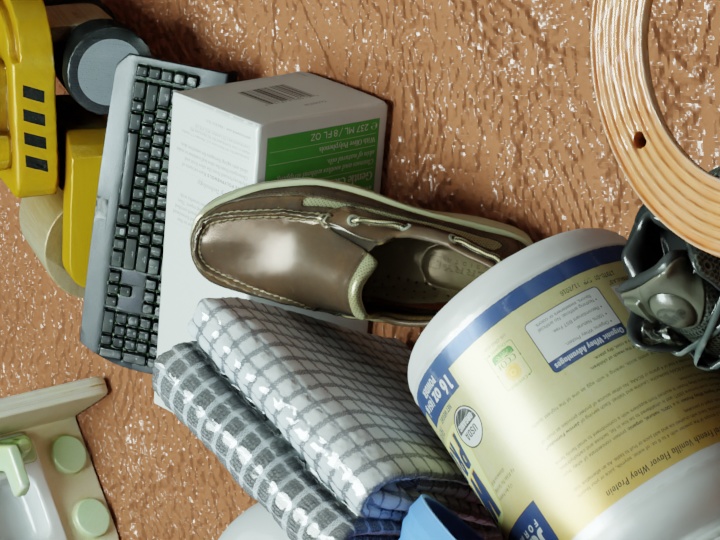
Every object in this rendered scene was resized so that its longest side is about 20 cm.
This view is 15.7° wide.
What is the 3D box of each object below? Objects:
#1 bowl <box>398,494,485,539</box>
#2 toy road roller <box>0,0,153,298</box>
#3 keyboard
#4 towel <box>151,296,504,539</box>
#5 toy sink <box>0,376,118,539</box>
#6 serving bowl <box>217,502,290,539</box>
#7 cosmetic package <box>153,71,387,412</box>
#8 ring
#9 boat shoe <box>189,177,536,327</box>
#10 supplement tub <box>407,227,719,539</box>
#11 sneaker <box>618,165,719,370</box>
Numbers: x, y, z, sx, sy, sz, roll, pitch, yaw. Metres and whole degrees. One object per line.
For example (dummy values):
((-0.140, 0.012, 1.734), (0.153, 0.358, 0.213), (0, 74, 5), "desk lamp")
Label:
((0.091, 0.197, 1.329), (0.039, 0.201, 0.201), (-46, 58, 1), "bowl")
((-0.216, -0.084, 1.666), (0.123, 0.145, 0.201), (-136, 44, -63), "toy road roller")
((-0.104, -0.028, 1.621), (0.126, 0.021, 0.201), (10, 108, 3), "keyboard")
((-0.005, 0.099, 1.454), (0.166, 0.200, 0.086), (43, 105, 31), "towel")
((-0.256, 0.167, 1.806), (0.200, 0.130, 0.113), (-32, 76, 46), "toy sink")
((-0.041, 0.241, 1.634), (0.199, 0.066, 0.201), (15, 110, 44), "serving bowl")
((-0.055, -0.008, 1.556), (0.085, 0.107, 0.201), (22, 117, 43), "cosmetic package")
((0.180, -0.104, 1.177), (0.200, 0.019, 0.202), (5, 96, 50), "ring")
((0.000, -0.006, 1.440), (0.201, 0.075, 0.075), (4, 109, 7), "boat shoe")
((0.130, 0.095, 1.348), (0.200, 0.144, 0.145), (57, 135, 22), "supplement tub")
((0.198, 0.039, 1.284), (0.200, 0.114, 0.076), (56, 136, 19), "sneaker")
